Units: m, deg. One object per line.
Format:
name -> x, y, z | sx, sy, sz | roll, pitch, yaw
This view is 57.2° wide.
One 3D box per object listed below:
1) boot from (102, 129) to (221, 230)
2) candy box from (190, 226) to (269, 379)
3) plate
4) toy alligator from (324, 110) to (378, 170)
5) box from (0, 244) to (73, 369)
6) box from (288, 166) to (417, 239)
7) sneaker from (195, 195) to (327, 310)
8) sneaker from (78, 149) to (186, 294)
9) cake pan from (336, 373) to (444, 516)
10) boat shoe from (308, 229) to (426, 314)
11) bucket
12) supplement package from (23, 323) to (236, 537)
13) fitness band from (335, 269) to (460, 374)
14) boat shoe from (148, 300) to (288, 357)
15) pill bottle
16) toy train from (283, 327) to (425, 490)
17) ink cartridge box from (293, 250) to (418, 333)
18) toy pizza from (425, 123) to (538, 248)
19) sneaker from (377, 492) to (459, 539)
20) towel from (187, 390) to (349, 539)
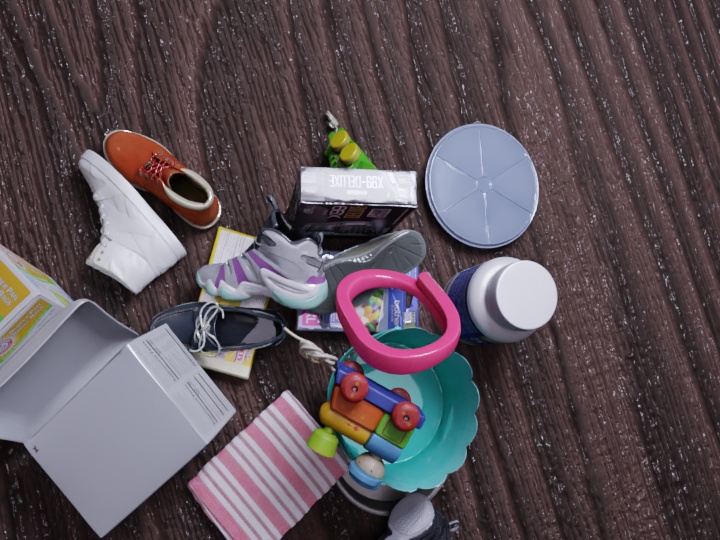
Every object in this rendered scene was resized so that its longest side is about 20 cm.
boot -> -0.283, -0.141, 0.936 | 0.198, 0.107, 0.076 | 35, 79, -3
candy box -> -0.187, 0.047, 0.971 | 0.100, 0.026, 0.205 | 16, 80, -10
plate -> -0.389, 0.127, 0.837 | 0.032, 0.200, 0.200 | 39, 76, 13
toy alligator -> -0.028, -0.172, 0.979 | 0.054, 0.201, 0.059 | -41, 134, 8
box -> -0.429, 0.054, 0.823 | 0.112, 0.200, 0.102 | 41, 76, 9
box -> -0.019, -0.090, 0.933 | 0.153, 0.200, 0.051 | 0, 80, -12
sneaker -> -0.135, -0.032, 0.898 | 0.195, 0.078, 0.144 | 5, 107, 15
sneaker -> -0.353, -0.063, 0.928 | 0.115, 0.074, 0.201 | -43, 93, -16
cake pan -> 0.043, 0.256, 0.984 | 0.195, 0.037, 0.206 | 1, 82, -11
boat shoe -> 0.000, -0.002, 0.964 | 0.199, 0.065, 0.076 | -30, 106, -7
bucket -> 0.052, 0.185, 0.906 | 0.201, 0.135, 0.213 | 2, 81, -11
supplement package -> -0.291, 0.202, 0.850 | 0.199, 0.111, 0.157 | -41, 91, 12
fitness band -> 0.046, 0.058, 0.851 | 0.140, 0.201, 0.038 | -13, 125, -16
boat shoe -> -0.198, 0.082, 0.919 | 0.194, 0.062, 0.077 | 5, 85, -7
pill bottle -> 0.199, 0.045, 0.960 | 0.116, 0.200, 0.123 | 1, 82, -10
toy train -> -0.031, 0.167, 0.788 | 0.197, 0.085, 0.118 | 29, 91, -5
ink cartridge box -> -0.001, 0.034, 1.005 | 0.195, 0.042, 0.123 | 3, 82, -13
toy pizza -> 0.195, -0.136, 1.070 | 0.195, 0.032, 0.206 | 2, 82, -12
sneaker -> 0.060, 0.417, 0.945 | 0.113, 0.076, 0.201 | 35, 100, -30
towel -> -0.129, 0.290, 0.935 | 0.199, 0.030, 0.147 | -42, 87, -5
